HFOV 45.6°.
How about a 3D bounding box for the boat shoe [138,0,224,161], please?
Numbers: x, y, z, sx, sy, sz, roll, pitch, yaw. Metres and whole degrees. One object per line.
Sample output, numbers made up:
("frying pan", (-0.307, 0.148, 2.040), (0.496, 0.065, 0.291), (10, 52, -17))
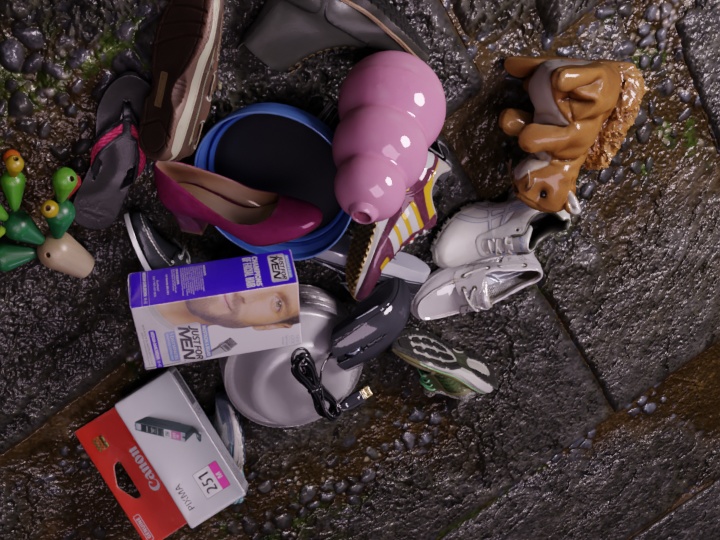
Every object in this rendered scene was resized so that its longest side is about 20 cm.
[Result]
("boat shoe", (-0.190, -0.223, 0.960), (0.074, 0.074, 0.205), (-5, 120, -61))

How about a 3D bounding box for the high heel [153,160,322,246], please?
("high heel", (-0.143, -0.082, 0.977), (0.196, 0.068, 0.097), (0, 138, 18))

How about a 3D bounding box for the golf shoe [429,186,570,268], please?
("golf shoe", (0.191, -0.052, 1.164), (0.198, 0.098, 0.079), (-29, 127, 2))

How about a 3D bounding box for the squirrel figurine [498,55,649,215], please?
("squirrel figurine", (0.272, -0.169, 1.086), (0.197, 0.141, 0.190), (-8, 112, -25))

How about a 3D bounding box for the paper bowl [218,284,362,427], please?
("paper bowl", (-0.091, 0.130, 1.175), (0.197, 0.105, 0.204), (-9, 123, -15))

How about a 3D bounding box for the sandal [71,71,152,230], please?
("sandal", (-0.280, -0.128, 0.989), (0.074, 0.045, 0.202), (15, 114, -25))

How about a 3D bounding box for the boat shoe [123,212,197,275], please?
("boat shoe", (-0.230, -0.002, 1.070), (0.059, 0.076, 0.202), (-24, 136, -2))

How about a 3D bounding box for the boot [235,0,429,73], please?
("boot", (-0.031, -0.263, 0.987), (0.198, 0.078, 0.139), (31, 116, -24))

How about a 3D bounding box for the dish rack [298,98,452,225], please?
("dish rack", (0.011, -0.131, 1.083), (0.198, 0.055, 0.154), (30, 106, -29))

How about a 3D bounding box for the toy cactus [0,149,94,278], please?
("toy cactus", (-0.382, -0.045, 0.988), (0.199, 0.103, 0.165), (-41, 137, 8))

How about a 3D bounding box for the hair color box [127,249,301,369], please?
("hair color box", (-0.173, 0.048, 1.039), (0.196, 0.065, 0.111), (-10, 134, -10))

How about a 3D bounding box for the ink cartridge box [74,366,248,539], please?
("ink cartridge box", (-0.276, 0.262, 1.174), (0.172, 0.044, 0.202), (-32, 94, 2))

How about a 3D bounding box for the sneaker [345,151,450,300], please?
("sneaker", (0.047, -0.050, 1.055), (0.089, 0.075, 0.203), (14, 107, -20))

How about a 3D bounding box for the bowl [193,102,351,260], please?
("bowl", (-0.099, -0.105, 1.022), (0.196, 0.040, 0.204), (7, 127, 9))

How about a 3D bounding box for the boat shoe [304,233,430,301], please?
("boat shoe", (0.000, 0.000, 1.151), (0.197, 0.072, 0.069), (14, 114, -33))

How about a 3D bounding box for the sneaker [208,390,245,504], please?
("sneaker", (-0.208, 0.262, 1.233), (0.085, 0.078, 0.203), (-3, 121, -12))

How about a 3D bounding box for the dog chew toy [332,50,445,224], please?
("dog chew toy", (0.024, -0.140, 0.936), (0.122, 0.203, 0.125), (11, 151, 6))

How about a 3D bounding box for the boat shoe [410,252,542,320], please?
("boat shoe", (0.165, 0.024, 1.217), (0.197, 0.070, 0.072), (-25, 127, -2))

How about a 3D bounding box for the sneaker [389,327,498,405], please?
("sneaker", (0.114, 0.157, 1.284), (0.198, 0.077, 0.089), (27, 118, -27))

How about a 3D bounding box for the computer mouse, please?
("computer mouse", (0.009, 0.112, 1.124), (0.199, 0.046, 0.142), (-37, 129, -21))
